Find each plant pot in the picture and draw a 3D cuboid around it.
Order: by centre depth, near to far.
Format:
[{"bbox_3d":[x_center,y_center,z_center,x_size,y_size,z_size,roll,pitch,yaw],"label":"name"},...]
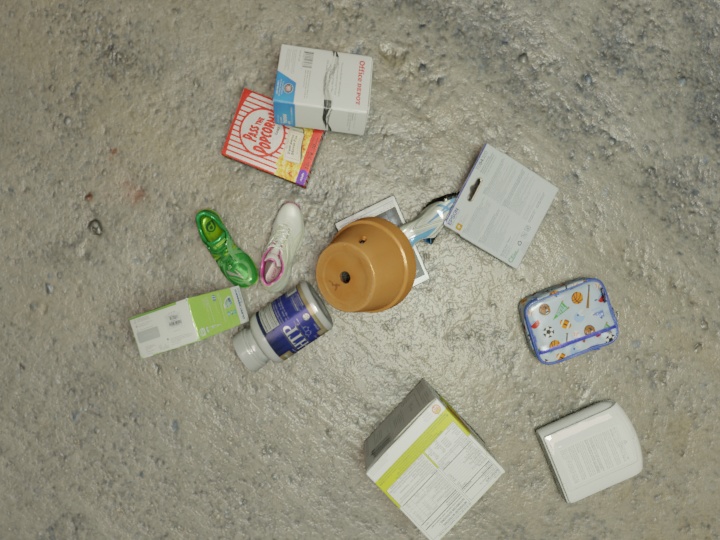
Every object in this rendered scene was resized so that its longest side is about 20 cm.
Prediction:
[{"bbox_3d":[0.000,0.000,1.120,0.196,0.139,0.205,7,105,26],"label":"plant pot"}]

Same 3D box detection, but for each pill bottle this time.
[{"bbox_3d":[-0.168,0.124,1.173,0.198,0.120,0.121,-34,90,2],"label":"pill bottle"}]

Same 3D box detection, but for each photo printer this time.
[{"bbox_3d":[0.501,0.385,1.186,0.197,0.069,0.169,-24,90,1],"label":"photo printer"}]

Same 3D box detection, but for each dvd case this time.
[{"bbox_3d":[0.048,-0.043,1.215,0.148,0.025,0.203,-25,89,2],"label":"dvd case"}]

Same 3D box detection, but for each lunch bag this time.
[{"bbox_3d":[0.452,0.110,1.184,0.196,0.076,0.164,-19,92,2],"label":"lunch bag"}]

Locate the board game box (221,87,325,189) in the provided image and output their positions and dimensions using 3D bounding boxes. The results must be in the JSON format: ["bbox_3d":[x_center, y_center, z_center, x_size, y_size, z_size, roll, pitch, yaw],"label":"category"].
[{"bbox_3d":[-0.187,-0.288,1.206,0.196,0.046,0.155,20,91,1],"label":"board game box"}]

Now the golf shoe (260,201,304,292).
[{"bbox_3d":[-0.170,-0.051,1.187,0.074,0.092,0.205,13,89,3],"label":"golf shoe"}]

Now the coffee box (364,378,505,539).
[{"bbox_3d":[0.143,0.381,1.129,0.198,0.200,0.200,44,91,0],"label":"coffee box"}]

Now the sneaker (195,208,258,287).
[{"bbox_3d":[-0.300,-0.044,1.193,0.074,0.084,0.201,-37,90,1],"label":"sneaker"}]

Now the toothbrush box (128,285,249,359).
[{"bbox_3d":[-0.343,0.101,1.123,0.143,0.200,0.088,-17,89,18],"label":"toothbrush box"}]

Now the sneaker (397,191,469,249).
[{"bbox_3d":[0.158,-0.106,1.184,0.198,0.072,0.073,-35,105,-12],"label":"sneaker"}]

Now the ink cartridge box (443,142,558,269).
[{"bbox_3d":[0.300,-0.138,1.186,0.197,0.043,0.199,29,92,-9],"label":"ink cartridge box"}]

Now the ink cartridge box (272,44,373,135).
[{"bbox_3d":[-0.077,-0.379,1.156,0.195,0.084,0.148,7,68,-4],"label":"ink cartridge box"}]
